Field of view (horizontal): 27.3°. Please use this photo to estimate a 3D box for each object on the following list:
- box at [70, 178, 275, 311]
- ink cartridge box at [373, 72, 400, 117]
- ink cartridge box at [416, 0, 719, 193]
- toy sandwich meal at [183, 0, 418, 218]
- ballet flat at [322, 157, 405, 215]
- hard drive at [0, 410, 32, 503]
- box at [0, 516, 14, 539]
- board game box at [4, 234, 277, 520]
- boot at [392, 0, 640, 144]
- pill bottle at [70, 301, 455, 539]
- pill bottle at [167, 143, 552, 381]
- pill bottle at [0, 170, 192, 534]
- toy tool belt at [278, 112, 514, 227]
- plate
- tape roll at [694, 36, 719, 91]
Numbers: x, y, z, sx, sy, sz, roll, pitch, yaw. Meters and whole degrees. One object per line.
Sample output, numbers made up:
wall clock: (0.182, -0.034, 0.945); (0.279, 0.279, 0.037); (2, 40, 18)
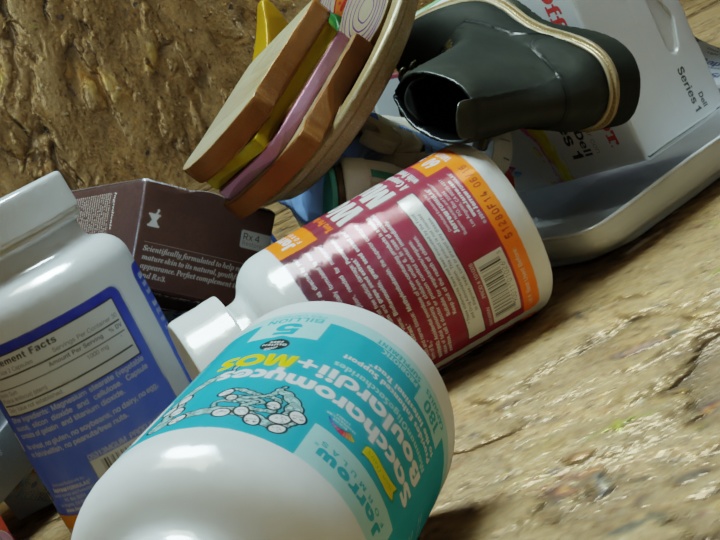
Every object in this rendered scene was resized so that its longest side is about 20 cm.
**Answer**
box: (-0.153, -0.013, 1.025); (0.100, 0.076, 0.200); (13, -10, -32)
ink cartridge box: (0.058, -0.113, 1.254); (0.145, 0.083, 0.200); (-12, -3, -14)
ink cartridge box: (0.126, -0.138, 1.014); (0.084, 0.145, 0.200); (-34, 11, -30)
toy sandwich meal: (-0.040, -0.125, 0.922); (0.205, 0.070, 0.206); (-50, 21, 28)
ballet flat: (0.000, 0.000, 0.960); (0.069, 0.069, 0.200); (-33, -23, -28)
hard drive: (-0.256, 0.109, 1.021); (0.134, 0.042, 0.200); (-25, 22, 30)
box: (-0.314, 0.183, 0.889); (0.199, 0.100, 0.095); (-22, 11, 29)
board game box: (-0.152, 0.069, 1.069); (0.198, 0.043, 0.200); (-27, 20, 19)
boot: (0.051, -0.122, 0.903); (0.138, 0.078, 0.199); (-15, 19, -35)
pill bottle: (-0.036, 0.093, 0.552); (0.110, 0.111, 0.200); (-24, 11, 22)
pill bottle: (-0.001, 0.020, 0.835); (0.199, 0.110, 0.110); (-29, 10, -12)
pill bottle: (-0.168, 0.048, 0.879); (0.112, 0.201, 0.112); (-27, 9, 5)
toy tool belt: (0.003, -0.065, 1.015); (0.122, 0.126, 0.200); (14, -1, -28)
plate: (0.160, -0.048, 0.981); (0.199, 0.032, 0.200); (-33, 10, -29)
tape roll: (0.246, -0.202, 1.043); (0.199, 0.201, 0.085); (-17, 14, 46)
